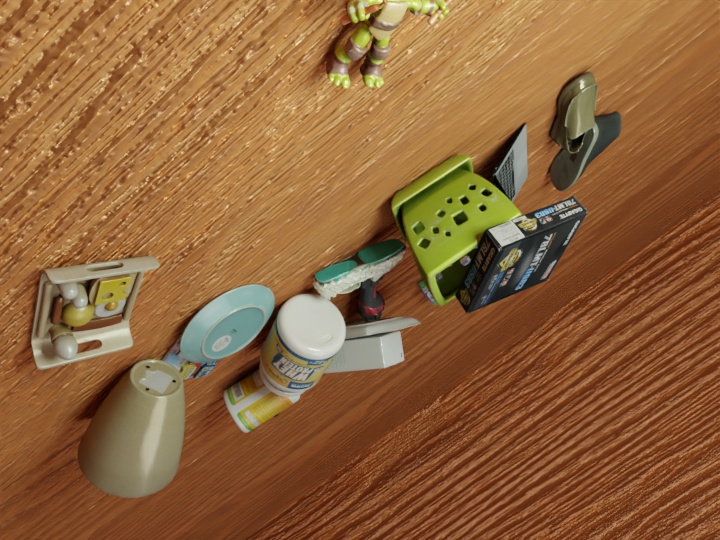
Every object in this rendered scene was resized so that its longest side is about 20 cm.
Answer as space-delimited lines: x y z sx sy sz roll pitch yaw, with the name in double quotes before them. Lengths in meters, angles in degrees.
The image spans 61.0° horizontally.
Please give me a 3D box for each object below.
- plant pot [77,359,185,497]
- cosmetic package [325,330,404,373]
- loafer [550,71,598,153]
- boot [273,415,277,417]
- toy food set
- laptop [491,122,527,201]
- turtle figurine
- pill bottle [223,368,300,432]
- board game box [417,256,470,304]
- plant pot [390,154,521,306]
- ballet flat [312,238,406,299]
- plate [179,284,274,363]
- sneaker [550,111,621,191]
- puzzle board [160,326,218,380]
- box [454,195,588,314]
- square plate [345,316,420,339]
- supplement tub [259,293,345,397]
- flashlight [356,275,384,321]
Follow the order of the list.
"plant pot" -0.393 0.267 1.107 0.186 0.187 0.202 -5 132 -48
"cosmetic package" -0.010 0.190 1.407 0.197 0.073 0.101 -10 178 30
"loafer" 0.424 -0.302 1.184 0.075 0.068 0.200 -32 157 -4
"boot" -0.169 0.282 1.584 0.199 0.069 0.189 -35 151 -16
"toy food set" -0.369 0.060 0.851 0.142 0.061 0.201 -12 149 -41
"laptop" 0.324 -0.139 1.198 0.201 0.115 0.188 -56 154 -13
"turtle figurine" 0.016 -0.281 0.688 0.199 0.065 0.161 -26 165 -39
"pill bottle" -0.209 0.278 1.424 0.198 0.112 0.111 -31 157 -5
"board game box" 0.250 0.006 1.601 0.199 0.035 0.135 -37 157 6
"plant pot" 0.170 -0.081 1.134 0.197 0.183 0.200 -32 158 2
"ballet flat" 0.000 0.000 1.206 0.197 0.073 0.072 -22 156 -8
"plate" -0.238 0.107 1.128 0.199 0.026 0.201 -34 153 -19
"sneaker" 0.506 -0.261 1.363 0.105 0.075 0.201 -20 153 -23
"puzzle board" -0.308 0.156 1.178 0.200 0.018 0.150 -47 154 26
"box" 0.281 -0.024 1.081 0.196 0.050 0.201 -19 149 -22
"square plate" 0.010 0.137 1.452 0.198 0.029 0.196 -12 176 43
"supplement tub" -0.126 0.159 1.260 0.143 0.146 0.201 -15 151 -36
"flashlight" 0.025 0.039 1.335 0.067 0.069 0.201 -2 147 -4
